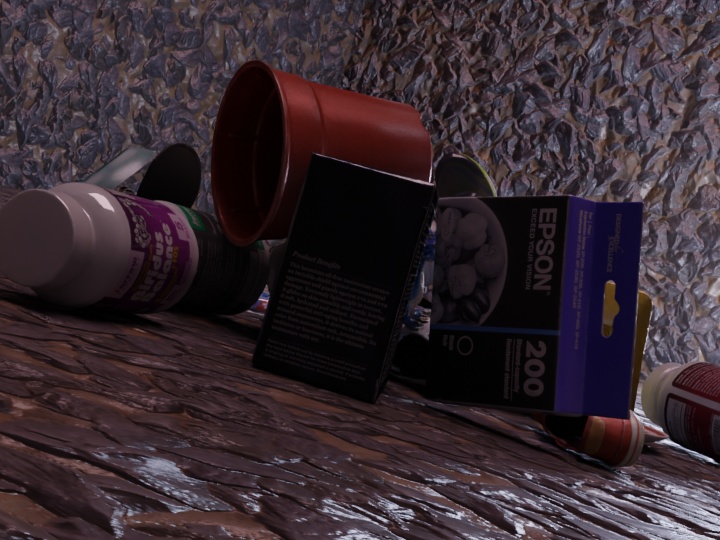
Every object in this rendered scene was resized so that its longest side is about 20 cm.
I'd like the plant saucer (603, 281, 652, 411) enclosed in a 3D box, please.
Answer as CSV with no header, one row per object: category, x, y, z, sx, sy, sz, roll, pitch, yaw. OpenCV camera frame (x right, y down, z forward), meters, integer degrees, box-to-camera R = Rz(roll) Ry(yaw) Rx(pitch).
plant saucer,0.247,0.098,1.478,0.200,0.200,0.048,17,35,24

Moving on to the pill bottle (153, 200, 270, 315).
pill bottle,-0.205,-0.016,1.340,0.113,0.113,0.200,18,2,37

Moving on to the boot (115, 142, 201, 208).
boot,-0.275,-0.077,1.465,0.069,0.200,0.174,21,6,-29

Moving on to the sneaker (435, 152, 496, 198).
sneaker,0.134,-0.045,1.420,0.074,0.200,0.081,-17,0,13

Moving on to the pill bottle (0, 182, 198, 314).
pill bottle,-0.238,-0.019,1.075,0.112,0.112,0.200,17,2,20

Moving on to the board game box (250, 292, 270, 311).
board game box,-0.170,0.036,1.664,0.103,0.019,0.200,19,2,27

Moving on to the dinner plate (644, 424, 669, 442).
dinner plate,0.253,0.168,1.364,0.200,0.024,0.200,17,2,-1

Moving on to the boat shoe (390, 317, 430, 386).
boat shoe,0.056,0.085,1.277,0.071,0.070,0.201,2,2,-31

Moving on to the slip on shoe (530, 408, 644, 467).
slip on shoe,0.201,0.135,1.144,0.061,0.074,0.200,13,7,-16

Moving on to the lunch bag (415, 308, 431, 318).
lunch bag,0.133,0.084,1.380,0.161,0.083,0.200,10,-7,-26

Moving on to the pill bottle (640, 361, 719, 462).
pill bottle,0.441,0.175,1.461,0.113,0.113,0.200,16,2,-26

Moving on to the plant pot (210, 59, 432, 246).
plant pot,-0.039,-0.121,1.321,0.195,0.201,0.201,3,8,-28

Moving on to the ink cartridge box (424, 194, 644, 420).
ink cartridge box,0.155,0.031,1.089,0.200,0.198,0.043,1,-6,37

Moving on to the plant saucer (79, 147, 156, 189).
plant saucer,-0.325,-0.085,1.378,0.027,0.200,0.200,53,-7,-12

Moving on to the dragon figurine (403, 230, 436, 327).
dragon figurine,0.014,0.019,1.273,0.200,0.100,0.059,-16,11,17

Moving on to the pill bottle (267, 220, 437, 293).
pill bottle,0.000,0.000,1.424,0.200,0.120,0.120,-18,18,-27

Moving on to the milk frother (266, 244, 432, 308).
milk frother,0.001,0.038,1.565,0.188,0.181,0.200,-25,59,-31

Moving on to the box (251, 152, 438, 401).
box,-0.008,0.004,1.129,0.123,0.199,0.200,17,1,4
